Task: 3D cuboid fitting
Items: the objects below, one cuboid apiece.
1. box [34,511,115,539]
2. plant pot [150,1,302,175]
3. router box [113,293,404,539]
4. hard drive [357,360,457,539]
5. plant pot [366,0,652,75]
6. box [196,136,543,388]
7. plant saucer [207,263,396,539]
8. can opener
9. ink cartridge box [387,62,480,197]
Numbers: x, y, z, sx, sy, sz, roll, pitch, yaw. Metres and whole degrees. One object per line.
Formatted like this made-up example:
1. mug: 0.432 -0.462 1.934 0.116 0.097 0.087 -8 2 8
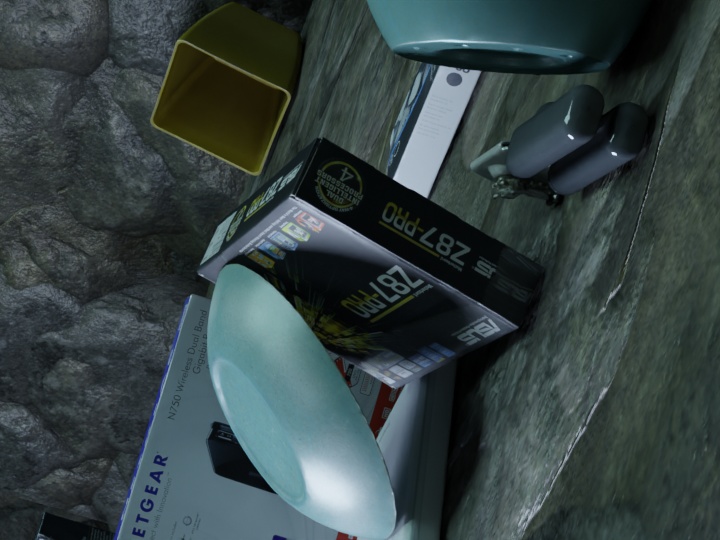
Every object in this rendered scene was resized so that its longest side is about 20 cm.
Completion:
1. box: -0.376 0.465 2.685 0.124 0.195 0.201 -125 53 -79
2. plant pot: -0.199 -0.313 3.162 0.200 0.199 0.177 116 178 -46
3. router box: -0.069 0.139 1.419 0.049 0.178 0.201 159 128 -80
4. hard drive: 0.025 0.165 1.278 0.201 0.027 0.132 -81 12 -45
5. plant pot: 0.085 -0.196 1.089 0.201 0.199 0.162 180 94 -81
6. box: 0.000 0.000 1.220 0.200 0.161 0.049 -32 32 64
7. plant saucer: -0.050 0.093 1.237 0.039 0.202 0.201 -30 -8 -20
8. can opener: 0.111 -0.076 1.113 0.200 0.052 0.067 158 130 -79
9. ink cartridge box: 0.069 -0.156 1.592 0.100 0.039 0.201 -83 14 -53
